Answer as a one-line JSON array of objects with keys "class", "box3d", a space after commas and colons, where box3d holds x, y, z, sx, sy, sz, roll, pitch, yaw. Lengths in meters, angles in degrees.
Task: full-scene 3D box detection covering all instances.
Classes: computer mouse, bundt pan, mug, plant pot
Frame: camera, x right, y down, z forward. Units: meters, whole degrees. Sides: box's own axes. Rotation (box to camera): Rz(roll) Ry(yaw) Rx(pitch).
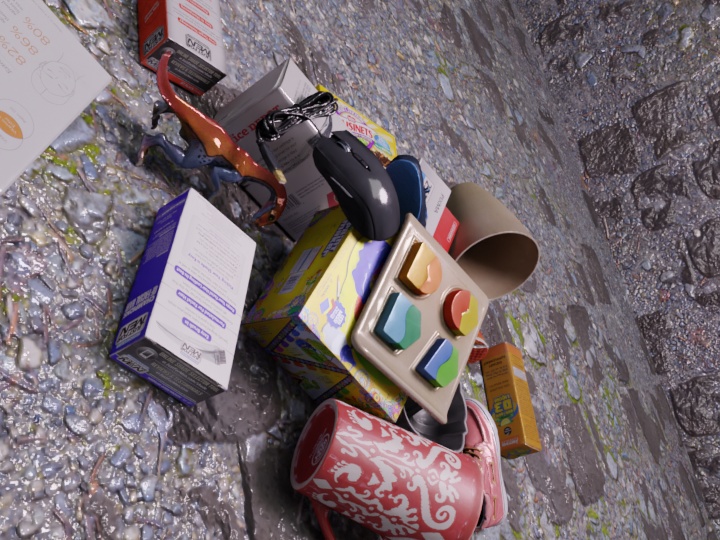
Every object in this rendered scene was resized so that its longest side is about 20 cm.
[{"class": "computer mouse", "box3d": [-0.033, -0.118, 0.818, 0.139, 0.046, 0.203, -26, 84, -35]}, {"class": "bundt pan", "box3d": [0.075, 0.183, 1.033, 0.201, 0.075, 0.205, 37, 40, -39]}, {"class": "mug", "box3d": [0.021, 0.259, 0.813, 0.198, 0.133, 0.180, 30, 60, -18]}, {"class": "plant pot", "box3d": [0.232, -0.074, 1.401, 0.186, 0.186, 0.202, 35, 27, -41]}]

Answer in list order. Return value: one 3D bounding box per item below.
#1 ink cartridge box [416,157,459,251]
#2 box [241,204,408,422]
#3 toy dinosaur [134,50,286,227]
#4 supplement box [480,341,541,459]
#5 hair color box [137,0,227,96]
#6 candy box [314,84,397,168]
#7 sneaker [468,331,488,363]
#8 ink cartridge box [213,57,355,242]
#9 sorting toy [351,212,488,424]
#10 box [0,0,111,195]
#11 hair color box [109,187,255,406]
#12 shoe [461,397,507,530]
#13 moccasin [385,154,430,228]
[{"class": "ink cartridge box", "box3d": [0.108, -0.060, 1.224, 0.176, 0.044, 0.203, 42, 60, -33]}, {"class": "box", "box3d": [-0.009, 0.051, 0.894, 0.193, 0.121, 0.202, 49, 53, -26]}, {"class": "toy dinosaur", "box3d": [-0.162, -0.123, 0.817, 0.178, 0.200, 0.107, 18, 64, -12]}, {"class": "supplement box", "box3d": [0.281, 0.244, 1.330, 0.068, 0.066, 0.204, 28, 45, -46]}, {"class": "hair color box", "box3d": [-0.238, -0.345, 0.932, 0.101, 0.061, 0.204, 23, 49, -49]}, {"class": "candy box", "box3d": [-0.006, -0.221, 1.184, 0.198, 0.026, 0.104, 24, 49, -44]}, {"class": "sneaker", "box3d": [0.152, 0.095, 1.251, 0.200, 0.073, 0.078, 45, 13, -38]}, {"class": "ink cartridge box", "box3d": [-0.090, -0.156, 0.947, 0.200, 0.143, 0.085, 46, 33, -29]}, {"class": "sorting toy", "box3d": [0.086, 0.058, 0.874, 0.185, 0.036, 0.203, 43, 56, -30]}, {"class": "box", "box3d": [-0.333, -0.151, 0.591, 0.153, 0.105, 0.202, 49, 33, -26]}, {"class": "hair color box", "box3d": [-0.181, 0.025, 0.751, 0.109, 0.064, 0.203, 42, 35, -35]}, {"class": "shoe", "box3d": [0.180, 0.303, 1.116, 0.091, 0.070, 0.205, 17, 59, -59]}, {"class": "moccasin", "box3d": [0.058, -0.076, 1.001, 0.068, 0.079, 0.203, -52, 154, -48]}]
